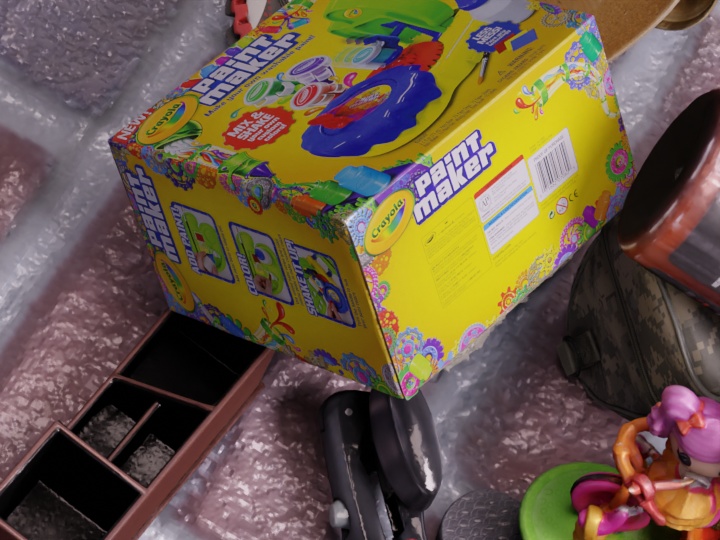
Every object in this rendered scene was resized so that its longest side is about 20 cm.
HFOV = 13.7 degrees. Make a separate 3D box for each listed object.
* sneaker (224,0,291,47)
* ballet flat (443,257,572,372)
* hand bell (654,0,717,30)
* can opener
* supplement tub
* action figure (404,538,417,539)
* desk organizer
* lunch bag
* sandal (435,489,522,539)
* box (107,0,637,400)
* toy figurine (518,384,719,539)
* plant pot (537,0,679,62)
[{"bbox_3d":[-0.031,-0.179,1.796,0.071,0.098,0.201,25,49,-50],"label":"sneaker"},{"bbox_3d":[0.093,-0.020,1.773,0.072,0.072,0.200,35,59,4],"label":"ballet flat"},{"bbox_3d":[0.250,-0.235,1.929,0.200,0.104,0.104,-29,74,-39],"label":"hand bell"},{"bbox_3d":[0.018,0.158,1.666,0.063,0.079,0.201,-7,78,-10],"label":"can opener"},{"bbox_3d":[0.243,-0.004,1.596,0.200,0.107,0.107,32,59,-11],"label":"supplement tub"},{"bbox_3d":[0.073,0.190,1.603,0.199,0.052,0.065,18,48,12],"label":"action figure"},{"bbox_3d":[-0.129,0.095,1.646,0.072,0.077,0.200,37,60,5],"label":"desk organizer"},{"bbox_3d":[0.228,0.012,1.734,0.199,0.168,0.140,-16,85,-20],"label":"lunch bag"},{"bbox_3d":[0.128,0.198,1.688,0.200,0.043,0.076,41,59,20],"label":"sandal"},{"bbox_3d":[0.008,-0.055,1.637,0.192,0.122,0.200,18,48,43],"label":"box"},{"bbox_3d":[0.196,0.109,1.596,0.199,0.184,0.150,20,53,5],"label":"toy figurine"},{"bbox_3d":[0.082,-0.237,1.829,0.186,0.187,0.200,-18,60,-22],"label":"plant pot"}]
